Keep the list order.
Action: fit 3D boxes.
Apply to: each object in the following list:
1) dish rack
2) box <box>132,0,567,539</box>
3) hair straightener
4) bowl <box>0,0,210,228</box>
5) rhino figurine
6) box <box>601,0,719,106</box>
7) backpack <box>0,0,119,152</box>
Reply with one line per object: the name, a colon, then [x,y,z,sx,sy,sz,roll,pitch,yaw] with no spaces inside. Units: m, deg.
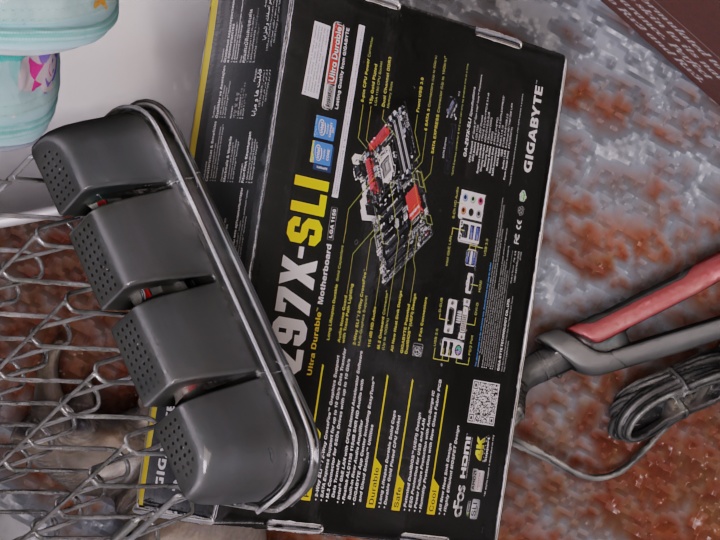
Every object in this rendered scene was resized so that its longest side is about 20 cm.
dish rack: [-0.114,0.052,0.969,0.054,0.200,0.154,-5,63,-46]
box: [0.000,0.000,1.025,0.159,0.049,0.202,10,87,-45]
hair straightener: [0.146,0.033,1.101,0.199,0.041,0.077,-25,92,-15]
bowl: [-0.139,-0.116,1.032,0.198,0.075,0.201,-12,89,-13]
rhino figurine: [-0.073,0.115,1.037,0.087,0.060,0.201,-27,78,1]
box: [0.192,-0.174,1.054,0.166,0.164,0.200,39,80,-15]
backpack: [-0.159,-0.119,0.890,0.176,0.200,0.152,4,102,-14]
